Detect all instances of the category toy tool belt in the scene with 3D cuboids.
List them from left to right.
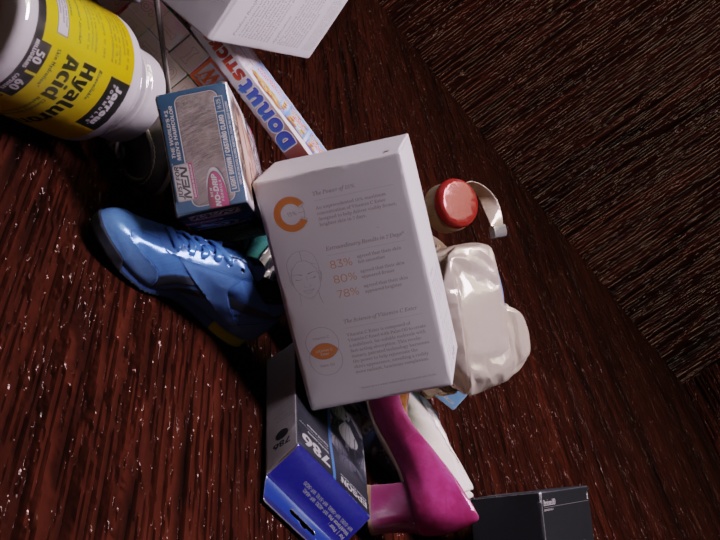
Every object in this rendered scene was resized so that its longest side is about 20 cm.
[{"bbox_3d":[0.073,0.022,1.191,0.125,0.123,0.200,-11,89,-34],"label":"toy tool belt"}]

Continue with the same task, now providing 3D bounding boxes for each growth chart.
[{"bbox_3d":[0.060,0.165,1.223,0.145,0.018,0.200,25,33,-60],"label":"growth chart"}]

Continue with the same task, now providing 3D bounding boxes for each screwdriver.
[{"bbox_3d":[-0.170,-0.162,1.140,0.028,0.029,0.200,-138,-137,-58],"label":"screwdriver"}]

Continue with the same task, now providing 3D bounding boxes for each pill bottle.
[{"bbox_3d":[-0.240,-0.165,0.975,0.111,0.111,0.200,61,17,21],"label":"pill bottle"}]

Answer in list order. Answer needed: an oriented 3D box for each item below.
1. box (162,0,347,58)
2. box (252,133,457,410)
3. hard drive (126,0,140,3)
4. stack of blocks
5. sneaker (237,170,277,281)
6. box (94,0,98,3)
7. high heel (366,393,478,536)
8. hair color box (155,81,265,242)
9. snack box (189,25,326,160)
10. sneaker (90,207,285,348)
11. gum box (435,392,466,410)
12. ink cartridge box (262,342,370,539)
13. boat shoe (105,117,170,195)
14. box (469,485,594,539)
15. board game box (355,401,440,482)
[{"bbox_3d":[-0.116,-0.292,1.181,0.152,0.106,0.200,42,19,16],"label":"box"},{"bbox_3d":[0.000,0.000,1.057,0.097,0.124,0.200,-66,144,-73],"label":"box"},{"bbox_3d":[-0.271,-0.255,0.941,0.200,0.042,0.135,14,-3,7],"label":"hard drive"},{"bbox_3d":[-0.209,-0.262,1.234,0.200,0.059,0.115,49,17,-19],"label":"stack of blocks"},{"bbox_3d":[-0.104,-0.039,1.235,0.080,0.078,0.200,21,28,-10],"label":"sneaker"},{"bbox_3d":[-0.199,-0.182,1.278,0.119,0.041,0.200,25,35,-61],"label":"box"},{"bbox_3d":[0.055,0.140,1.114,0.067,0.096,0.200,69,18,-49],"label":"high heel"},{"bbox_3d":[-0.120,-0.084,1.062,0.200,0.060,0.100,73,6,-85],"label":"hair color box"},{"bbox_3d":[-0.091,-0.167,1.228,0.200,0.024,0.072,53,14,-12],"label":"snack box"},{"bbox_3d":[-0.133,-0.008,1.032,0.200,0.078,0.066,38,24,-43],"label":"sneaker"},{"bbox_3d":[0.033,0.052,1.342,0.170,0.045,0.200,40,7,-14],"label":"gum box"},{"bbox_3d":[-0.037,0.151,1.056,0.099,0.039,0.200,48,17,-25],"label":"ink cartridge box"},{"bbox_3d":[-0.211,-0.135,1.110,0.057,0.067,0.200,15,31,-32],"label":"boat shoe"},{"bbox_3d":[0.179,0.290,1.252,0.200,0.079,0.141,19,65,-66],"label":"box"},{"bbox_3d":[0.019,0.138,1.258,0.200,0.035,0.136,46,18,-30],"label":"board game box"}]
